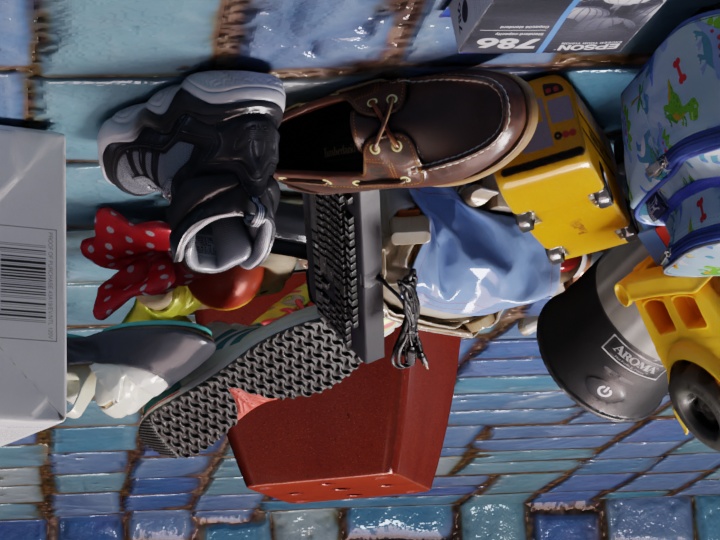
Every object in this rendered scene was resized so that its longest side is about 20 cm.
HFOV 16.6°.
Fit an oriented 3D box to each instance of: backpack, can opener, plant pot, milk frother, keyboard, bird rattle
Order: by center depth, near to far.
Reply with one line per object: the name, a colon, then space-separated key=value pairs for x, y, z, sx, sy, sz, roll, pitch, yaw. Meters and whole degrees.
backpack: x=0.256 y=-0.077 z=1.463 sx=0.182 sy=0.148 sz=0.200 roll=-5 pitch=165 yaw=-5
keyboard: x=0.000 y=0.000 z=1.687 sx=0.021 sy=0.127 sz=0.200 roll=-36 pitch=150 yaw=-22
can opener: x=-0.047 y=-0.025 z=1.825 sx=0.199 sy=0.079 sz=0.063 roll=19 pitch=146 yaw=-28
milk frother: x=0.252 y=-0.008 z=1.850 sx=0.180 sy=0.201 sz=0.188 roll=19 pitch=139 yaw=-23
bird rattle: x=-0.131 y=-0.004 z=1.899 sx=0.162 sy=0.113 sz=0.200 roll=-14 pitch=155 yaw=-6
plant pot: x=-0.022 y=0.106 z=2.149 sx=0.199 sy=0.177 sz=0.200 roll=-6 pitch=168 yaw=15

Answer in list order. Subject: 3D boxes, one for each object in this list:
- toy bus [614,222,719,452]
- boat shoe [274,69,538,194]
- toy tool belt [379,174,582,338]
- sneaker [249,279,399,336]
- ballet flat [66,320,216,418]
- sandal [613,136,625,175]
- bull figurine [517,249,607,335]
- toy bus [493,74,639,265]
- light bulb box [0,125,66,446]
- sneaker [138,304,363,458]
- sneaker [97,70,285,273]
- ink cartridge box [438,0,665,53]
toy bus: x=0.258 y=0.005 z=1.607 sx=0.136 sy=0.192 sz=0.200 roll=-35 pitch=-171 yaw=-22
boat shoe: x=0.016 y=-0.083 z=1.542 sx=0.199 sy=0.071 sz=0.070 roll=-13 pitch=168 yaw=39
toy tool belt: x=0.091 y=-0.016 z=1.760 sx=0.199 sy=0.126 sz=0.123 roll=2 pitch=175 yaw=-25
sneaker: x=-0.029 y=0.041 z=1.915 sx=0.200 sy=0.078 sz=0.090 roll=-42 pitch=175 yaw=18
ballet flat: x=-0.193 y=0.077 z=1.828 sx=0.199 sy=0.073 sz=0.073 roll=-2 pitch=170 yaw=33
sandal: x=0.275 y=-0.079 z=1.696 sx=0.199 sy=0.043 sz=0.076 roll=-8 pitch=167 yaw=22
bull figurine: x=0.198 y=0.009 z=2.010 sx=0.199 sy=0.065 sz=0.121 roll=3 pitch=160 yaw=-34
toy bus: x=0.134 y=-0.063 z=1.639 sx=0.065 sy=0.079 sz=0.200 roll=-17 pitch=165 yaw=12
light bulb box: x=-0.290 y=0.019 z=1.634 sx=0.124 sy=0.199 sz=0.200 roll=6 pitch=166 yaw=-30
sneaker: x=-0.083 y=0.059 z=1.850 sx=0.199 sy=0.094 sz=0.070 roll=-30 pitch=128 yaw=15
sneaker: x=-0.111 y=-0.051 z=1.558 sx=0.075 sy=0.114 sz=0.200 roll=4 pitch=166 yaw=-29
ink cartridge box: x=0.111 y=-0.153 z=1.333 sx=0.099 sy=0.039 sz=0.200 roll=-2 pitch=168 yaw=-10
